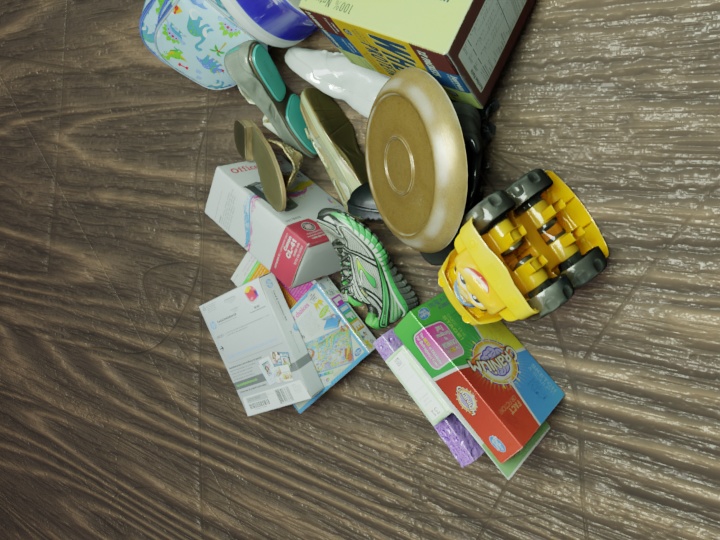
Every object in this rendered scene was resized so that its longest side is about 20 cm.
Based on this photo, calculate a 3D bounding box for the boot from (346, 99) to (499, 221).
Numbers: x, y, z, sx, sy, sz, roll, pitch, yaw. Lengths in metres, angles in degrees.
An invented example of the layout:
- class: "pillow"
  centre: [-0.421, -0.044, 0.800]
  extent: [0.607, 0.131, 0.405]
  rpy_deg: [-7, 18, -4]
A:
- class: "boot"
  centre: [0.074, -0.148, 0.803]
  extent: [0.194, 0.074, 0.166]
  rpy_deg: [3, 113, 14]

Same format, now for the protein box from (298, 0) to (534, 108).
- class: "protein box"
  centre: [0.078, -0.320, 0.688]
  extent: [0.197, 0.134, 0.203]
  rpy_deg: [28, 93, 28]

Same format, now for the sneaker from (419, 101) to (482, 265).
- class: "sneaker"
  centre: [0.098, -0.084, 0.731]
  extent: [0.074, 0.092, 0.203]
  rpy_deg: [1, 126, -2]

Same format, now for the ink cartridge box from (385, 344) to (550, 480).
- class: "ink cartridge box"
  centre: [0.142, 0.161, 0.821]
  extent: [0.201, 0.145, 0.048]
  rpy_deg: [53, 129, 12]

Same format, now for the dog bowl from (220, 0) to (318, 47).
- class: "dog bowl"
  centre: [-0.107, -0.400, 0.812]
  extent: [0.078, 0.199, 0.204]
  rpy_deg: [-15, 95, 37]

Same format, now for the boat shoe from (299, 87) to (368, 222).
- class: "boat shoe"
  centre: [-0.036, -0.165, 0.912]
  extent: [0.063, 0.073, 0.203]
  rpy_deg: [-32, 91, 38]

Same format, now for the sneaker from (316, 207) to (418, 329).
- class: "sneaker"
  centre: [0.000, 0.000, 0.868]
  extent: [0.201, 0.085, 0.078]
  rpy_deg: [55, 170, -22]

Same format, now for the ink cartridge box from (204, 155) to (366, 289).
- class: "ink cartridge box"
  centre: [-0.112, -0.078, 0.947]
  extent: [0.199, 0.147, 0.086]
  rpy_deg: [40, 125, 20]

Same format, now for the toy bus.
- class: "toy bus"
  centre: [0.158, -0.003, 0.734]
  extent: [0.137, 0.199, 0.192]
  rpy_deg: [56, 136, 6]

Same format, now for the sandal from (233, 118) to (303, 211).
- class: "sandal"
  centre: [-0.118, -0.162, 0.905]
  extent: [0.212, 0.068, 0.079]
  rpy_deg: [53, 145, 44]

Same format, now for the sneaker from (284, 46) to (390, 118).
- class: "sneaker"
  centre: [-0.013, -0.277, 0.870]
  extent: [0.198, 0.075, 0.090]
  rpy_deg: [33, 109, 19]

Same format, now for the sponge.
- class: "sponge"
  centre: [0.113, 0.156, 0.865]
  extent: [0.201, 0.111, 0.030]
  rpy_deg: [54, 129, 12]

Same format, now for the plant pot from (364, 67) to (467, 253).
- class: "plant pot"
  centre: [0.051, -0.117, 0.701]
  extent: [0.200, 0.027, 0.204]
  rpy_deg: [42, 138, 52]

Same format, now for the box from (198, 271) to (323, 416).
- class: "box"
  centre: [-0.162, 0.123, 1.020]
  extent: [0.154, 0.041, 0.203]
  rpy_deg: [-23, 94, 35]

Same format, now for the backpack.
- class: "backpack"
  centre: [-0.220, -0.359, 0.914]
  extent: [0.198, 0.181, 0.150]
  rpy_deg: [-21, 51, 44]

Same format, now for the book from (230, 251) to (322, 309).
- class: "book"
  centre: [-0.116, 0.037, 1.052]
  extent: [0.200, 0.048, 0.134]
  rpy_deg: [48, 126, 14]

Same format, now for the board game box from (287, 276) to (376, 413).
- class: "board game box"
  centre: [-0.075, 0.123, 1.010]
  extent: [0.135, 0.034, 0.200]
  rpy_deg: [51, 125, 7]

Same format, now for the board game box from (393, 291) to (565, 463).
- class: "board game box"
  centre: [0.152, 0.117, 0.797]
  extent: [0.201, 0.152, 0.040]
  rpy_deg: [50, 127, 13]

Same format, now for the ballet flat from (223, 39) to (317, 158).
- class: "ballet flat"
  centre: [-0.124, -0.239, 0.907]
  extent: [0.063, 0.068, 0.201]
  rpy_deg: [-5, 142, 28]
